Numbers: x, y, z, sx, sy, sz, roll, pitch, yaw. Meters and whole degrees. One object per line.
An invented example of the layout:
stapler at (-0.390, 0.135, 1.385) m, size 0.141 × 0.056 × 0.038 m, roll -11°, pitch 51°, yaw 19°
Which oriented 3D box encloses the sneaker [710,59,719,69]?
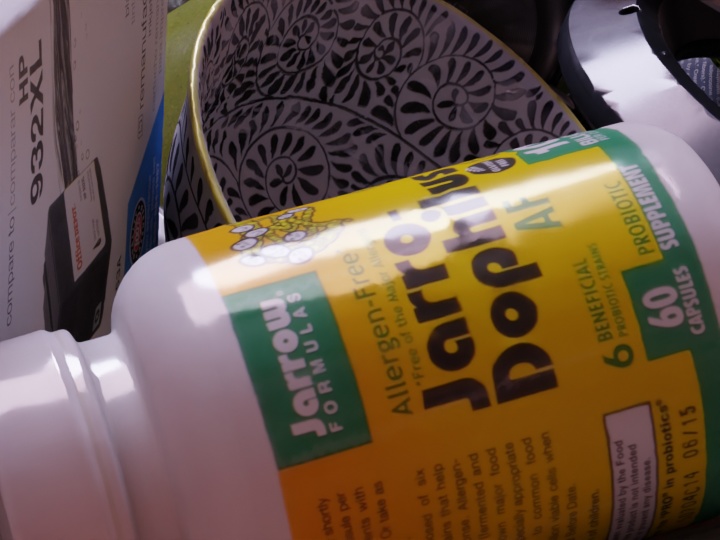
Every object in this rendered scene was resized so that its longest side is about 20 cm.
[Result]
sneaker at (0.173, -0.083, 1.092) m, size 0.074 × 0.085 × 0.200 m, roll -12°, pitch 15°, yaw -8°

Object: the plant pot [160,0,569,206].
plant pot at (0.001, -0.062, 1.099) m, size 0.200 × 0.188 × 0.187 m, roll -38°, pitch -10°, yaw 34°

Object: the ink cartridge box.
ink cartridge box at (-0.124, -0.028, 0.797) m, size 0.083 × 0.146 × 0.200 m, roll 9°, pitch 23°, yaw 10°

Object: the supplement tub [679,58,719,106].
supplement tub at (0.216, -0.073, 1.221) m, size 0.140 × 0.141 × 0.200 m, roll -18°, pitch 5°, yaw -42°

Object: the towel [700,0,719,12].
towel at (0.193, -0.126, 0.940) m, size 0.191 × 0.200 × 0.032 m, roll -46°, pitch -17°, yaw -40°

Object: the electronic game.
electronic game at (0.157, -0.040, 0.901) m, size 0.200 × 0.200 × 0.042 m, roll -20°, pitch -37°, yaw -54°

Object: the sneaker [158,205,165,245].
sneaker at (-0.127, 0.056, 0.983) m, size 0.200 × 0.074 × 0.087 m, roll -46°, pitch 8°, yaw 19°

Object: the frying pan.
frying pan at (0.045, -0.064, 1.004) m, size 0.115 × 0.190 × 0.031 m, roll -29°, pitch 21°, yaw 6°

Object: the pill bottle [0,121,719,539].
pill bottle at (0.000, 0.036, 0.711) m, size 0.199 × 0.113 × 0.113 m, roll -15°, pitch 4°, yaw -11°

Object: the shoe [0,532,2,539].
shoe at (-0.165, 0.064, 0.854) m, size 0.091 × 0.072 × 0.200 m, roll -3°, pitch 22°, yaw -18°

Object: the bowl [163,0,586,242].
bowl at (0.000, 0.000, 0.928) m, size 0.094 × 0.201 × 0.200 m, roll -42°, pitch -14°, yaw 37°
